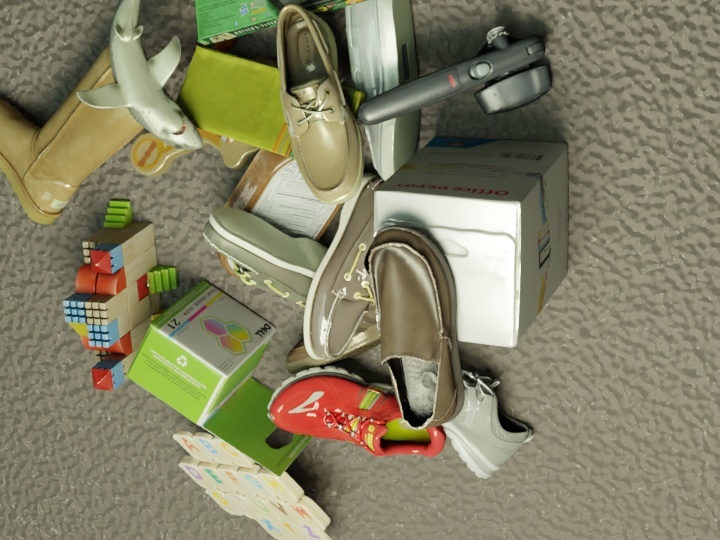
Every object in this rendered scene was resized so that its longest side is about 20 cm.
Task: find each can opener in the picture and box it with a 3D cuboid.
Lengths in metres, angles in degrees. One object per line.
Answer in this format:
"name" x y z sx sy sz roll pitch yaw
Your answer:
"can opener" 0.090 -0.182 1.616 0.198 0.063 0.080 -17 86 -6

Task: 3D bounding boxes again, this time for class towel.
"towel" -0.096 -0.166 1.674 0.198 0.018 0.087 18 81 22

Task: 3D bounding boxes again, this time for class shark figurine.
"shark figurine" -0.227 -0.229 1.695 0.126 0.089 0.218 0 86 -10

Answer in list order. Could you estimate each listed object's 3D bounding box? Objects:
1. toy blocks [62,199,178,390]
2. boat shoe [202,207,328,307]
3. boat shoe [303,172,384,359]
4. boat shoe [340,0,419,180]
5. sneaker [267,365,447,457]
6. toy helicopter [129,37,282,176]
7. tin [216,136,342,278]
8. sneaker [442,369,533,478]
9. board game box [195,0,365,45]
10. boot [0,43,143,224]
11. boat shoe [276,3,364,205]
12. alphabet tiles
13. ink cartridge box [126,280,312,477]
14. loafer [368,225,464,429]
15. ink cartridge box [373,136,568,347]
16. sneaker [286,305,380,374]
"toy blocks" -0.276 0.039 1.839 0.099 0.137 0.203 4 110 20
"boat shoe" -0.094 -0.008 1.708 0.060 0.201 0.072 -45 52 19
"boat shoe" 0.000 0.000 1.710 0.059 0.072 0.202 16 81 33
"boat shoe" 0.016 -0.190 1.682 0.071 0.070 0.204 3 104 25
"sneaker" 0.001 0.157 1.761 0.197 0.085 0.078 7 113 -14
"toy helicopter" -0.161 -0.163 1.750 0.198 0.079 0.134 -24 79 17
"tin" -0.081 -0.067 1.734 0.111 0.042 0.201 11 130 -32
"sneaker" 0.106 0.125 1.751 0.082 0.075 0.200 -33 116 15
"board game box" -0.081 -0.302 1.677 0.198 0.023 0.106 -11 79 25
"boot" -0.321 -0.174 1.809 0.200 0.066 0.176 -43 74 28
"boat shoe" -0.046 -0.162 1.611 0.071 0.065 0.203 -15 73 16
"alphabet tiles" -0.121 0.249 1.855 0.199 0.015 0.196 -1 136 51
"ink cartridge box" -0.131 0.115 1.804 0.199 0.148 0.076 32 116 6
"loafer" 0.052 0.058 1.525 0.072 0.071 0.202 -9 107 25
"ink cartridge box" 0.111 -0.033 1.620 0.145 0.200 0.147 5 111 20
"sneaker" -0.002 0.046 1.783 0.198 0.070 0.076 -26 80 23
